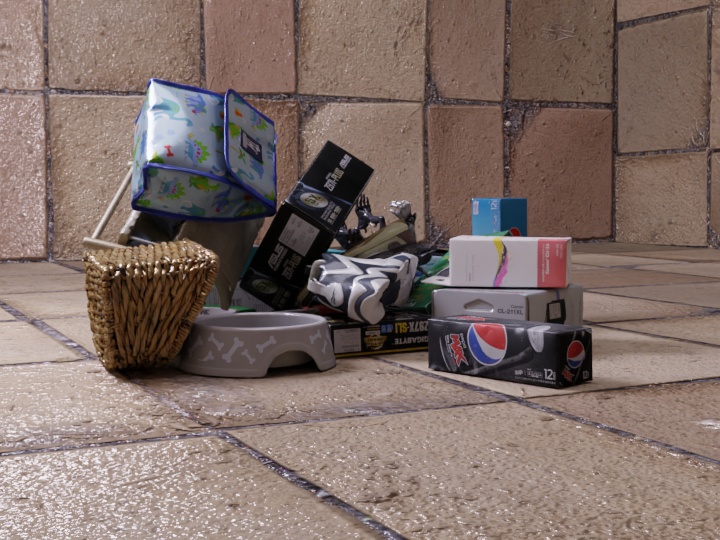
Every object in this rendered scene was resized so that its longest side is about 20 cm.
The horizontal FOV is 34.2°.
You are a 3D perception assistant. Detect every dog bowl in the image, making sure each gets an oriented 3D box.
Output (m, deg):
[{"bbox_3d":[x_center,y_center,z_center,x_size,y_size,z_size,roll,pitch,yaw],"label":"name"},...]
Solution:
[{"bbox_3d":[-0.129,0.090,1.468,0.199,0.059,0.200,0,5,0],"label":"dog bowl"}]

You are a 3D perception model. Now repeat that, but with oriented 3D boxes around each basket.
[{"bbox_3d":[-0.257,0.046,1.460,0.148,0.143,0.200,-7,10,-20],"label":"basket"}]

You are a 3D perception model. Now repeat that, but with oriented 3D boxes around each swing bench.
[{"bbox_3d":[-0.263,-0.055,1.700,0.199,0.130,0.199,0,41,15],"label":"swing bench"}]

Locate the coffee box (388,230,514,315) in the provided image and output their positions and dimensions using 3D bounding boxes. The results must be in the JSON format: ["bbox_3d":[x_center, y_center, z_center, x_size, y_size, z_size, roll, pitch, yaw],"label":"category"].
[{"bbox_3d":[0.138,0.017,1.770,0.200,0.044,0.123,-41,16,-29],"label":"coffee box"}]

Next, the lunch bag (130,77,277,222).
[{"bbox_3d":[-0.212,-0.161,1.637,0.199,0.171,0.128,11,-38,-20],"label":"lunch bag"}]

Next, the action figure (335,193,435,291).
[{"bbox_3d":[0.032,-0.046,1.788,0.119,0.102,0.200,-33,41,-18],"label":"action figure"}]

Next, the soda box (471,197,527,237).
[{"bbox_3d":[0.224,-0.016,1.883,0.068,0.201,0.064,-3,5,-41],"label":"soda box"}]

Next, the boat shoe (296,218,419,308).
[{"bbox_3d":[0.000,0.000,1.682,0.200,0.065,0.073,-36,-9,-15],"label":"boat shoe"}]

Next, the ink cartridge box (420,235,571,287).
[{"bbox_3d":[0.190,-0.014,1.626,0.199,0.068,0.116,1,3,13],"label":"ink cartridge box"}]

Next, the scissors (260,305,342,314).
[{"bbox_3d":[-0.060,0.054,1.603,0.199,0.014,0.073,-3,7,-41],"label":"scissors"}]

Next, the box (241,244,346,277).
[{"bbox_3d":[-0.128,-0.014,1.845,0.199,0.049,0.082,3,3,-30],"label":"box"}]

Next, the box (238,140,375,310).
[{"bbox_3d":[-0.079,-0.061,1.703,0.086,0.200,0.164,32,45,-1],"label":"box"}]

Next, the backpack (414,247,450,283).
[{"bbox_3d":[0.097,0.023,1.901,0.163,0.154,0.200,-1,-17,36],"label":"backpack"}]

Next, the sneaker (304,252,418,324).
[{"bbox_3d":[-0.006,0.009,1.599,0.129,0.080,0.199,18,26,17],"label":"sneaker"}]

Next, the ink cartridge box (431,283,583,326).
[{"bbox_3d":[0.205,0.063,1.622,0.145,0.083,0.200,3,5,32],"label":"ink cartridge box"}]

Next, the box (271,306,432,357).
[{"bbox_3d":[-0.015,0.081,1.637,0.159,0.050,0.200,-5,6,-27],"label":"box"}]

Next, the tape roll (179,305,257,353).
[{"bbox_3d":[-0.245,0.081,1.651,0.199,0.048,0.200,0,5,0],"label":"tape roll"}]

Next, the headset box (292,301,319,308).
[{"bbox_3d":[-0.126,0.042,1.981,0.199,0.075,0.148,-3,5,-32],"label":"headset box"}]

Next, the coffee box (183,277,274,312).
[{"bbox_3d":[-0.222,0.052,1.812,0.199,0.080,0.113,0,2,3],"label":"coffee box"}]

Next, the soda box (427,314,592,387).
[{"bbox_3d":[0.172,0.092,1.376,0.071,0.064,0.200,-4,5,-44],"label":"soda box"}]
